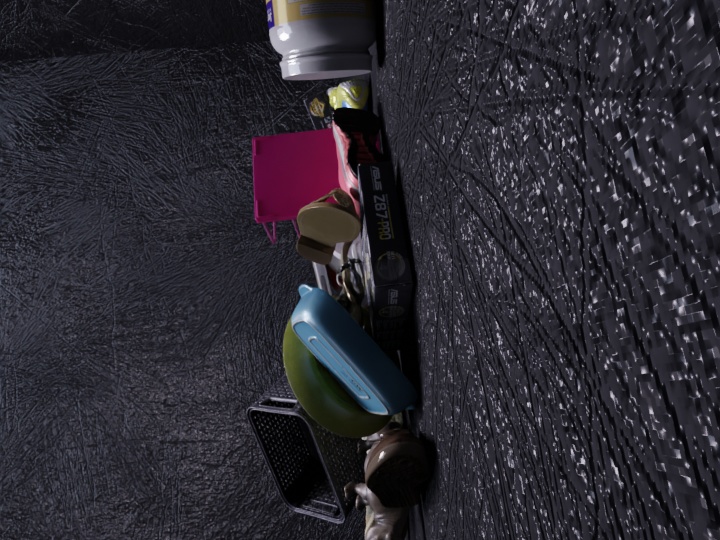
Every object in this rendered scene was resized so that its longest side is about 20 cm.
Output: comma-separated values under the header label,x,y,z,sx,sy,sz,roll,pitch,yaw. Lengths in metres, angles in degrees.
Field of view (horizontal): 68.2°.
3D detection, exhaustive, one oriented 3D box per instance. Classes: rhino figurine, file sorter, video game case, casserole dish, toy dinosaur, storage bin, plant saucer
label,x,y,z,sx,sy,sz,roll,pitch,yaw
rhino figurine,0.026,0.296,0.707,0.060,0.086,0.203,43,-142,-47
file sorter,-0.063,-0.132,0.865,0.126,0.196,0.142,81,-177,-71
video game case,-0.073,0.042,1.089,0.200,0.022,0.186,-135,32,-81
casserole dish,-0.015,0.103,0.629,0.200,0.039,0.121,48,157,-5
toy dinosaur,-0.013,0.031,0.688,0.088,0.046,0.204,64,-159,-73
storage bin,-0.076,0.274,0.834,0.094,0.133,0.203,-37,-65,-48
plant saucer,-0.012,0.120,0.721,0.031,0.198,0.203,-36,49,42

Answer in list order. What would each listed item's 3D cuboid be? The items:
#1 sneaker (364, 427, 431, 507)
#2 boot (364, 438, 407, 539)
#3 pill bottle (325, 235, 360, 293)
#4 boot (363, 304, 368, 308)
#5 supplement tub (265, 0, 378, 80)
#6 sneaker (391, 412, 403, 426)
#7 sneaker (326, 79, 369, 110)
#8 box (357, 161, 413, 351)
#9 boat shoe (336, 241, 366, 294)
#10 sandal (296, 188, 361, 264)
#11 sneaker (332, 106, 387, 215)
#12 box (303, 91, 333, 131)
label,x,y,z,sx,sy,sz,roll,pitch,yaw
sneaker,0.037,0.210,0.604,0.201,0.069,0.077,89,177,-54
boot,0.039,0.381,0.947,0.155,0.071,0.204,-102,14,-65
pill bottle,-0.020,-0.031,1.063,0.201,0.110,0.114,89,175,-70
boot,-0.021,0.150,0.960,0.064,0.184,0.203,-35,48,39
supplement tub,-0.051,-0.357,0.680,0.146,0.142,0.204,-102,8,-75
sneaker,0.024,0.231,0.842,0.202,0.080,0.076,-97,3,-50
sneaker,-0.021,-0.288,0.984,0.200,0.074,0.107,-107,11,-77
box,0.027,-0.009,0.666,0.201,0.048,0.164,87,178,-61
boat shoe,0.000,0.004,0.920,0.202,0.084,0.076,92,173,-71
sandal,-0.040,-0.072,0.691,0.212,0.076,0.071,134,157,-70
sneaker,-0.011,-0.158,0.758,0.088,0.072,0.202,110,160,-45
box,-0.040,-0.221,1.067,0.200,0.049,0.201,53,-166,-79
